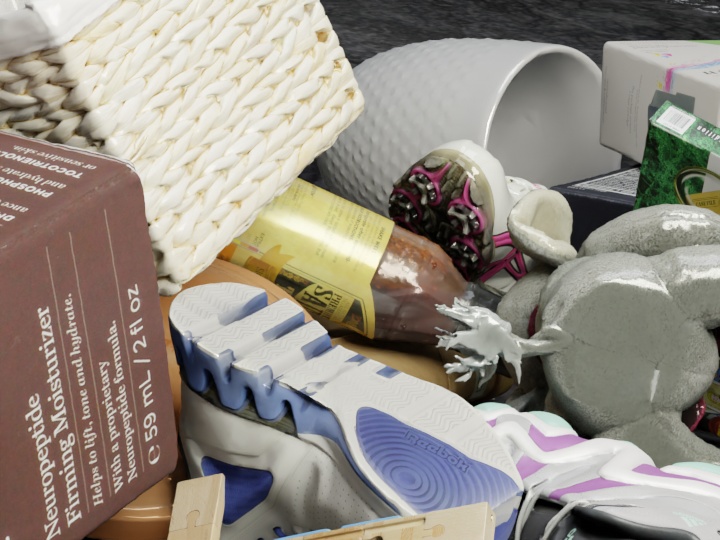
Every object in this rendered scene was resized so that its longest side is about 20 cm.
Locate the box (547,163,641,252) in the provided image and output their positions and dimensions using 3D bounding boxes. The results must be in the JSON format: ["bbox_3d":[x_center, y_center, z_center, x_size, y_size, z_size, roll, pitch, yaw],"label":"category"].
[{"bbox_3d":[0.238,0.009,1.666,0.200,0.123,0.198,13,18,33],"label":"box"}]

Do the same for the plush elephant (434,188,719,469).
[{"bbox_3d":[0.129,0.039,1.462,0.200,0.165,0.155,11,7,-4],"label":"plush elephant"}]

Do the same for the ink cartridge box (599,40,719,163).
[{"bbox_3d":[0.232,-0.086,1.656,0.117,0.067,0.200,-2,15,-21],"label":"ink cartridge box"}]

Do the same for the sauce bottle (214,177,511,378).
[{"bbox_3d":[0.000,0.000,1.539,0.200,0.066,0.066,24,16,-1],"label":"sauce bottle"}]

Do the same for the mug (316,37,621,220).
[{"bbox_3d":[0.077,-0.073,1.932,0.175,0.148,0.200,8,-16,42],"label":"mug"}]

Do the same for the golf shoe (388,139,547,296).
[{"bbox_3d":[0.068,-0.030,1.641,0.073,0.200,0.092,39,72,17],"label":"golf shoe"}]

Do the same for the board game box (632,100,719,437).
[{"bbox_3d":[0.187,0.008,1.507,0.105,0.200,0.023,31,53,23],"label":"board game box"}]

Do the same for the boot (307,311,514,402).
[{"bbox_3d":[-0.032,0.048,1.578,0.175,0.066,0.200,15,21,36],"label":"boot"}]

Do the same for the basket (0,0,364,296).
[{"bbox_3d":[-0.138,-0.091,1.429,0.198,0.161,0.200,-10,26,38],"label":"basket"}]

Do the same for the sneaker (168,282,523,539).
[{"bbox_3d":[-0.016,0.099,1.331,0.199,0.115,0.080,34,40,32],"label":"sneaker"}]

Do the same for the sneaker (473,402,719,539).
[{"bbox_3d":[0.090,0.121,1.321,0.200,0.078,0.140,7,15,15],"label":"sneaker"}]

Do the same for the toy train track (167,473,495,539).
[{"bbox_3d":[-0.033,0.136,1.243,0.200,0.033,0.115,-13,43,21],"label":"toy train track"}]

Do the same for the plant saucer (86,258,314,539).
[{"bbox_3d":[-0.111,0.054,1.446,0.200,0.032,0.200,2,42,-1],"label":"plant saucer"}]

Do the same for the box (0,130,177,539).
[{"bbox_3d":[-0.211,0.047,1.279,0.164,0.166,0.200,15,35,33],"label":"box"}]
